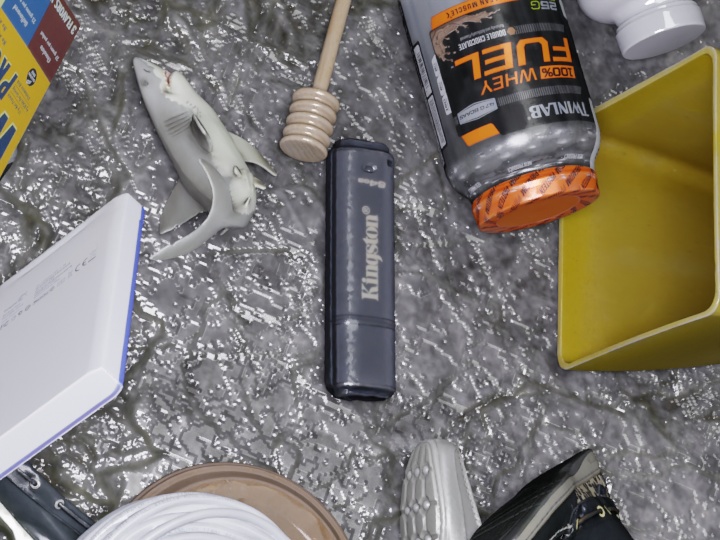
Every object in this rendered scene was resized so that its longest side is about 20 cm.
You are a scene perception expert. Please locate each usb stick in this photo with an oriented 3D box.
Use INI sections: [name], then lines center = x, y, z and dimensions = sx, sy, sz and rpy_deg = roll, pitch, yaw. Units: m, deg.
[usb stick]
center = 0.000, 0.000, 1.619
dimensions = 0.055, 0.033, 0.201
rpy_deg = 5, 72, -16

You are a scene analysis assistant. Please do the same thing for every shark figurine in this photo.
[shark figurine]
center = -0.116, -0.053, 1.562
dimensions = 0.089, 0.215, 0.128
rpy_deg = -41, 124, 12

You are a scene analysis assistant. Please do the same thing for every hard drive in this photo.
[hard drive]
center = -0.202, 0.044, 1.438
dimensions = 0.025, 0.132, 0.200
rpy_deg = 44, 23, -26

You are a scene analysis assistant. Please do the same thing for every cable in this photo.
[cable]
center = -0.118, 0.249, 1.445
dimensions = 0.200, 0.069, 0.200
rpy_deg = 36, 68, -16

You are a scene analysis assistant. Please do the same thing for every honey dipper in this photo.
[honey dipper]
center = -0.022, -0.179, 1.666
dimensions = 0.038, 0.038, 0.201
rpy_deg = 18, 67, -12

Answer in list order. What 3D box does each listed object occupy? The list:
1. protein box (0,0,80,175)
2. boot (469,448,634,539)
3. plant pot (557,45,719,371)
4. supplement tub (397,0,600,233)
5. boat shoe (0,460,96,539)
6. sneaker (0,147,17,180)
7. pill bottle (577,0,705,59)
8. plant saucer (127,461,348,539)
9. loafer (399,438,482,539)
[protein box]
center = -0.332, -0.138, 1.449
dimensions = 0.198, 0.135, 0.201
rpy_deg = 13, 66, 25
[boot]
center = 0.158, 0.222, 1.541
dimensions = 0.154, 0.073, 0.203
rpy_deg = 59, 26, 1
[plant pot]
center = 0.277, -0.028, 1.640
dimensions = 0.176, 0.200, 0.201
rpy_deg = 11, 70, -26
[supplement tub]
center = 0.108, -0.138, 1.648
dimensions = 0.122, 0.123, 0.201
rpy_deg = -11, 78, -21
[boat shoe]
center = -0.235, 0.134, 1.476
dimensions = 0.066, 0.074, 0.200
rpy_deg = -41, 92, -19
[sneaker]
center = -0.298, -0.016, 1.511
dimensions = 0.077, 0.078, 0.200
rpy_deg = 44, 67, -20
[pill bottle]
center = 0.210, -0.273, 1.729
dimensions = 0.110, 0.111, 0.201
rpy_deg = -12, 79, -21
[plant saucer]
center = -0.088, 0.230, 1.523
dimensions = 0.199, 0.029, 0.201
rpy_deg = 5, 72, -18
[loafer]
center = 0.074, 0.219, 1.562
dimensions = 0.070, 0.070, 0.201
rpy_deg = -3, 81, -27
